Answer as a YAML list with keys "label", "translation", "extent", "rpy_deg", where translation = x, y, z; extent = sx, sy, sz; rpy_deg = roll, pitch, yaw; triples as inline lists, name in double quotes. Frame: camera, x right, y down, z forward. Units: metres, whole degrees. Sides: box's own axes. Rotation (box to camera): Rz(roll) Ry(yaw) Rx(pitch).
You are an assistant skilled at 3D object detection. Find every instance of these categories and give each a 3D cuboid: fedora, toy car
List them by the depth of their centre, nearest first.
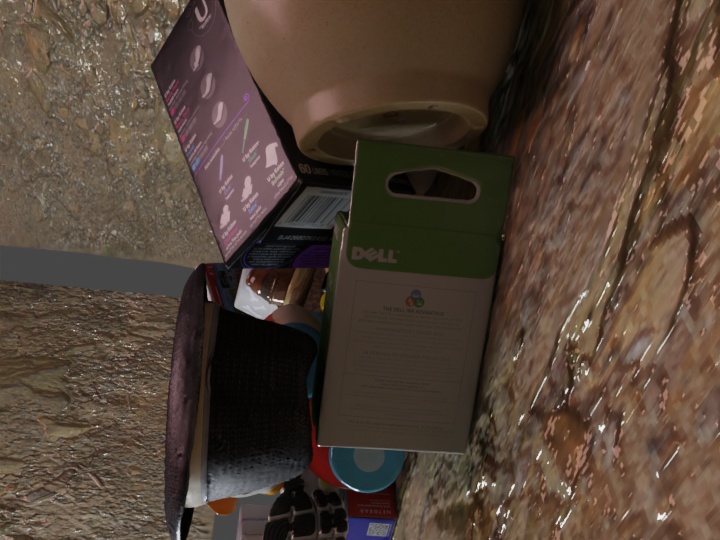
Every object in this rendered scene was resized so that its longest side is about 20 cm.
- label: "fedora"
  translation: [-0.076, 0.091, 0.506]
  extent: [0.201, 0.091, 0.203]
  rpy_deg: [-176, 90, -82]
- label: "toy car"
  translation: [-0.077, 0.152, 0.675]
  extent: [0.200, 0.177, 0.184]
  rpy_deg: [-40, 1, 1]

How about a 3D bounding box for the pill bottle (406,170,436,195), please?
- label: "pill bottle"
  translation: [0.015, -0.133, 0.697]
  extent: [0.111, 0.110, 0.202]
  rpy_deg: [108, 165, -56]

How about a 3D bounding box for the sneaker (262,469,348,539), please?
- label: "sneaker"
  translation: [-0.047, 0.244, 0.719]
  extent: [0.200, 0.076, 0.086]
  rpy_deg: [-86, -5, -63]

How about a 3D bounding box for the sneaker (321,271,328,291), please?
- label: "sneaker"
  translation: [0.000, 0.000, 0.776]
  extent: [0.071, 0.082, 0.202]
  rpy_deg: [-30, -46, -58]

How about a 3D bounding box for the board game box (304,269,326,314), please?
- label: "board game box"
  translation: [-0.053, 0.105, 0.974]
  extent: [0.160, 0.096, 0.201]
  rpy_deg: [-102, 23, -50]

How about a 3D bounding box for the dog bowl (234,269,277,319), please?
- label: "dog bowl"
  translation: [-0.126, -0.029, 1.040]
  extent: [0.200, 0.058, 0.202]
  rpy_deg: [-167, 90, -81]

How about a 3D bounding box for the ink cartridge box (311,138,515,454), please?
- label: "ink cartridge box"
  translation: [0.030, 0.016, 0.502]
  extent: [0.059, 0.103, 0.202]
  rpy_deg: [-116, 32, -74]

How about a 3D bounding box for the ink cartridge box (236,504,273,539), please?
- label: "ink cartridge box"
  translation: [-0.097, 0.404, 1.003]
  extent: [0.200, 0.143, 0.147]
  rpy_deg: [142, 134, -80]

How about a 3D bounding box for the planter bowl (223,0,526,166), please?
- label: "planter bowl"
  translation: [0.014, -0.145, 0.471]
  extent: [0.200, 0.198, 0.136]
  rpy_deg: [133, 131, -77]

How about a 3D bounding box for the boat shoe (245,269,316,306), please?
- label: "boat shoe"
  translation: [-0.069, -0.038, 0.821]
  extent: [0.201, 0.067, 0.072]
  rpy_deg: [-74, 4, -51]

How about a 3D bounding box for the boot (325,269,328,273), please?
- label: "boot"
  translation: [0.007, -0.076, 0.877]
  extent: [0.156, 0.072, 0.202]
  rpy_deg: [108, 170, -54]

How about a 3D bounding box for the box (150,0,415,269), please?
- label: "box"
  translation: [-0.064, -0.112, 0.592]
  extent: [0.106, 0.122, 0.201]
  rpy_deg: [-43, 62, 36]

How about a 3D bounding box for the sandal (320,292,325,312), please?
- label: "sandal"
  translation: [0.029, 0.066, 0.650]
  extent: [0.087, 0.079, 0.200]
  rpy_deg: [59, 179, -23]

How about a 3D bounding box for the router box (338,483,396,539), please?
- label: "router box"
  translation: [-0.009, 0.252, 0.822]
  extent: [0.180, 0.048, 0.201]
  rpy_deg: [-95, 13, -53]

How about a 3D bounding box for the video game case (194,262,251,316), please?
- label: "video game case"
  translation: [-0.144, 0.054, 1.128]
  extent: [0.017, 0.199, 0.144]
  rpy_deg: [-29, 74, 36]
